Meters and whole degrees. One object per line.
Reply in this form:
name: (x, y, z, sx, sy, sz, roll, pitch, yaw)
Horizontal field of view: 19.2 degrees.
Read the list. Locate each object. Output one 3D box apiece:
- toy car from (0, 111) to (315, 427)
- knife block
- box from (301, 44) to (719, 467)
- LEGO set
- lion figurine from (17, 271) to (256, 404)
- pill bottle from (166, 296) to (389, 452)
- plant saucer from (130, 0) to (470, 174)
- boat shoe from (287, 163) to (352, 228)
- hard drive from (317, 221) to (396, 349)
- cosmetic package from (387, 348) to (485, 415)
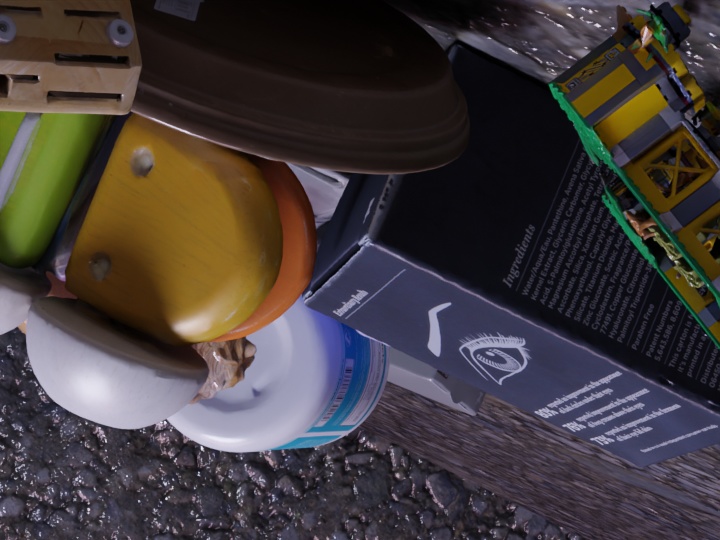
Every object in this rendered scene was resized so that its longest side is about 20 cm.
toy car: (-0.112, -0.037, 0.982, 0.200, 0.175, 0.150, 27, -171, 18)
knife block: (-0.165, -0.125, 0.795, 0.064, 0.201, 0.175, -2, 162, -37)
box: (0.091, -0.001, 1.001, 0.200, 0.105, 0.148, 27, 164, -8)
LEGO set: (0.160, -0.033, 0.765, 0.154, 0.116, 0.200, 54, -177, 28)
lion figurine: (-0.152, 0.019, 1.082, 0.200, 0.073, 0.122, 18, 167, -6)
pill bottle: (-0.047, 0.049, 1.243, 0.111, 0.111, 0.200, 23, -179, 13)
plant saucer: (-0.047, -0.095, 0.855, 0.200, 0.030, 0.200, 17, -157, -7)
boat shoe: (-0.070, -0.101, 1.069, 0.065, 0.074, 0.200, -29, 125, 35)
hard drive: (0.000, 0.000, 1.174, 0.132, 0.025, 0.200, 23, -170, -37)
cosmetic package: (0.003, 0.027, 1.576, 0.200, 0.090, 0.107, 18, 170, 24)
